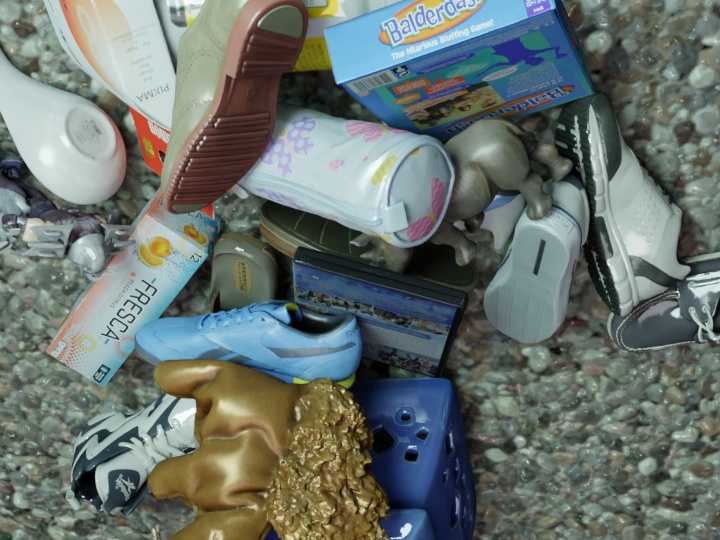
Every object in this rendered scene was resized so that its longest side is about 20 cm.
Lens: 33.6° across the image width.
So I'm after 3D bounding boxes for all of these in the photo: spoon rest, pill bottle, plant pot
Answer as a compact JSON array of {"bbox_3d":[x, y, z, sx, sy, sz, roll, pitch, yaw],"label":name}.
[{"bbox_3d":[-0.267,-0.145,0.996,0.061,0.099,0.200,-22,102,39],"label":"spoon rest"},{"bbox_3d":[-0.044,-0.207,0.896,0.200,0.114,0.114,-2,122,10],"label":"pill bottle"},{"bbox_3d":[-0.002,0.234,1.122,0.200,0.180,0.200,-4,130,13],"label":"plant pot"}]

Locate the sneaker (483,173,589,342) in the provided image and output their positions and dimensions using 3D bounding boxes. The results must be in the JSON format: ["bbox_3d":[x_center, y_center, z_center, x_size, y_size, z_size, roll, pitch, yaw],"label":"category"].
[{"bbox_3d":[0.158,-0.005,1.011,0.073,0.071,0.200,30,152,10],"label":"sneaker"}]

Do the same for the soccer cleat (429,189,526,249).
[{"bbox_3d":[0.039,-0.064,1.001,0.200,0.070,0.086,12,123,1],"label":"soccer cleat"}]

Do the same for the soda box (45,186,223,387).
[{"bbox_3d":[-0.209,0.015,1.096,0.068,0.064,0.200,34,122,-14],"label":"soda box"}]

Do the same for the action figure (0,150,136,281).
[{"bbox_3d":[-0.276,-0.049,1.008,0.200,0.130,0.069,38,101,27],"label":"action figure"}]

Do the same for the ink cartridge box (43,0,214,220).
[{"bbox_3d":[-0.188,-0.143,0.939,0.050,0.162,0.200,-24,122,-21],"label":"ink cartridge box"}]

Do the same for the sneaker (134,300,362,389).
[{"bbox_3d":[-0.097,0.051,1.027,0.200,0.066,0.079,7,122,6],"label":"sneaker"}]

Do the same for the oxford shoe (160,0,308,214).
[{"bbox_3d":[-0.102,-0.129,0.856,0.075,0.070,0.200,50,126,27],"label":"oxford shoe"}]

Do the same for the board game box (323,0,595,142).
[{"bbox_3d":[0.079,-0.149,0.858,0.152,0.200,0.045,-17,77,15],"label":"board game box"}]

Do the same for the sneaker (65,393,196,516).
[{"bbox_3d":[-0.206,0.183,1.165,0.199,0.130,0.080,-14,120,17],"label":"sneaker"}]

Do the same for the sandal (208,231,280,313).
[{"bbox_3d":[-0.103,0.049,1.093,0.082,0.055,0.200,11,139,8],"label":"sandal"}]

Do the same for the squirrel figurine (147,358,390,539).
[{"bbox_3d":[-0.079,0.184,0.974,0.200,0.187,0.142,-3,146,18],"label":"squirrel figurine"}]

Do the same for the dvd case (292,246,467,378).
[{"bbox_3d":[0.013,0.041,1.032,0.143,0.018,0.200,15,158,4],"label":"dvd case"}]

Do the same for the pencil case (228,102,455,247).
[{"bbox_3d":[-0.028,-0.078,0.901,0.200,0.091,0.083,18,118,35],"label":"pencil case"}]

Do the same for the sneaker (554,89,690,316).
[{"bbox_3d":[0.218,-0.062,0.984,0.080,0.074,0.200,-22,119,-4],"label":"sneaker"}]

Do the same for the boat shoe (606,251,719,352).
[{"bbox_3d":[0.304,0.028,1.021,0.200,0.063,0.073,-24,116,23],"label":"boat shoe"}]

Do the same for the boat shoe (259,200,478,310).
[{"bbox_3d":[0.000,0.000,1.047,0.200,0.072,0.068,22,130,1],"label":"boat shoe"}]

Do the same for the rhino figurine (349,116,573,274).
[{"bbox_3d":[0.063,-0.050,0.936,0.200,0.060,0.087,-34,122,28],"label":"rhino figurine"}]
